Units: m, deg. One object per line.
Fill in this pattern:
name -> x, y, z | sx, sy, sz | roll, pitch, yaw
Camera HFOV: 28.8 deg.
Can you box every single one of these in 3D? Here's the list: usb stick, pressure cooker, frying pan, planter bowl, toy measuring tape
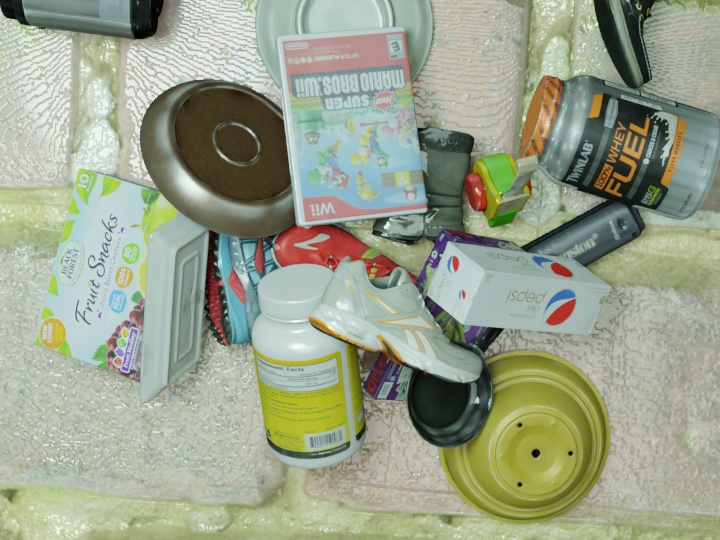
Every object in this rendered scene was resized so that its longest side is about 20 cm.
usb stick -> 0.223, -0.019, 1.570 | 0.199, 0.033, 0.056 | -29, 94, 1
pressure cooker -> -0.302, -0.337, 1.455 | 0.198, 0.179, 0.178 | 6, 98, -3
frying pan -> 0.104, 0.097, 1.517 | 0.114, 0.031, 0.192 | 21, 80, -30
planter bowl -> 0.189, 0.195, 1.560 | 0.198, 0.083, 0.202 | 0, 96, -3
toy measuring tape -> 0.151, -0.103, 1.485 | 0.073, 0.200, 0.074 | 1, 74, -3

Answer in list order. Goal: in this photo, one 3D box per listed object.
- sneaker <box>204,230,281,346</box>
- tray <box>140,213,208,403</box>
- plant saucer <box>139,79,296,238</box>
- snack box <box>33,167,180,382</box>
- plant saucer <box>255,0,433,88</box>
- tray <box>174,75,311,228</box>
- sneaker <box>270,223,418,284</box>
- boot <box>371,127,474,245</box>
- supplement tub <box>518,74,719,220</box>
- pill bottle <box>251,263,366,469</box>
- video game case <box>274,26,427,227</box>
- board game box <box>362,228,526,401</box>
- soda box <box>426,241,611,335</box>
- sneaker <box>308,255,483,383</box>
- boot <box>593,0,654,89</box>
sneaker -> -0.128, -0.020, 1.552 | 0.095, 0.079, 0.202 | -4, 88, -29
tray -> -0.192, 0.036, 1.483 | 0.022, 0.107, 0.202 | 17, 117, 18
plant saucer -> -0.135, -0.127, 1.486 | 0.199, 0.032, 0.202 | 14, 55, -21
snack box -> -0.262, 0.004, 1.528 | 0.141, 0.053, 0.202 | 17, 95, 19
plant saucer -> -0.018, -0.269, 1.533 | 0.198, 0.050, 0.202 | 0, 95, -1
tray -> -0.129, -0.124, 1.524 | 0.199, 0.108, 0.022 | 30, 136, -10
sneaker -> 0.000, 0.000, 1.525 | 0.199, 0.085, 0.078 | 23, 88, -16
boot -> 0.027, -0.098, 1.539 | 0.198, 0.068, 0.132 | 9, 93, -5
supplement tub -> 0.279, -0.137, 1.517 | 0.198, 0.123, 0.124 | 16, 94, -2
pill bottle -> -0.057, 0.101, 1.504 | 0.111, 0.113, 0.202 | -6, 117, -1
video game case -> -0.010, -0.154, 1.485 | 0.142, 0.017, 0.202 | -7, 88, -14
board game box -> 0.090, 0.053, 1.518 | 0.119, 0.032, 0.201 | 11, 113, -41
soda box -> 0.169, 0.021, 1.480 | 0.199, 0.068, 0.064 | 6, 114, -40
sneaker -> 0.050, 0.050, 1.431 | 0.199, 0.076, 0.093 | 24, 85, -25
boot -> 0.331, -0.315, 1.529 | 0.152, 0.073, 0.205 | -17, 97, -3
